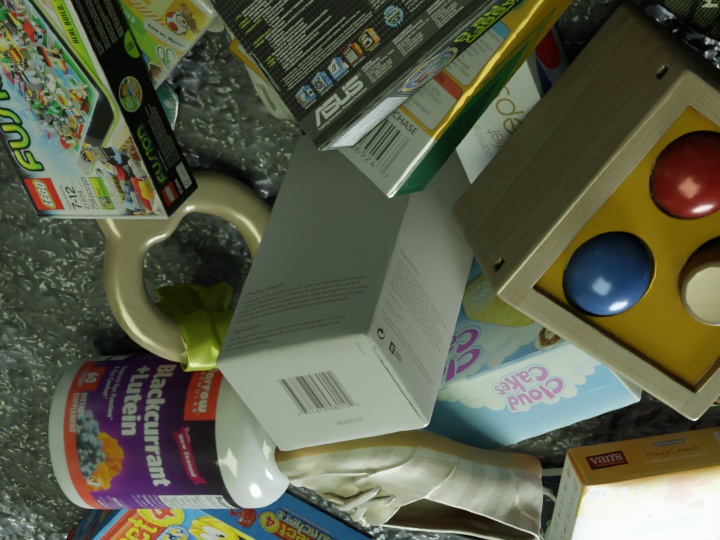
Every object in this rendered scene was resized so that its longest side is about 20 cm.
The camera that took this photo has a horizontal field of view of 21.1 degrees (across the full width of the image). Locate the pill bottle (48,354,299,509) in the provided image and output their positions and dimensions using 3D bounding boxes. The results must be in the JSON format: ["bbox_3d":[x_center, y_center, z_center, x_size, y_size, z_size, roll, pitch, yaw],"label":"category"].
[{"bbox_3d":[-0.111,0.114,1.378,0.199,0.112,0.112,-3,133,20],"label":"pill bottle"}]

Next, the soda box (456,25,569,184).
[{"bbox_3d":[0.091,-0.091,1.135,0.063,0.068,0.200,-7,132,23],"label":"soda box"}]

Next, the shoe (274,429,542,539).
[{"bbox_3d":[0.036,0.135,1.200,0.199,0.054,0.070,12,155,-33],"label":"shoe"}]

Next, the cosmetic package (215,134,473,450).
[{"bbox_3d":[0.000,0.000,1.162,0.107,0.200,0.085,-11,129,30],"label":"cosmetic package"}]

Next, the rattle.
[{"bbox_3d":[-0.133,-0.038,1.292,0.130,0.143,0.200,-35,104,5],"label":"rattle"}]

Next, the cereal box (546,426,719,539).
[{"bbox_3d":[0.201,0.195,1.363,0.143,0.040,0.200,-8,133,-14],"label":"cereal box"}]

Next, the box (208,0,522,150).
[{"bbox_3d":[0.011,-0.184,0.985,0.200,0.044,0.160,-40,80,20],"label":"box"}]

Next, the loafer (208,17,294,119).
[{"bbox_3d":[-0.069,-0.162,1.114,0.070,0.070,0.200,-15,126,26],"label":"loafer"}]

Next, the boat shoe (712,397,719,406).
[{"bbox_3d":[0.211,0.009,1.197,0.068,0.072,0.200,-10,131,28],"label":"boat shoe"}]

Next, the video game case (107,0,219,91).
[{"bbox_3d":[-0.190,-0.176,1.125,0.200,0.023,0.182,45,139,-5],"label":"video game case"}]

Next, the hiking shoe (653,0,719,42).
[{"bbox_3d":[0.227,-0.131,1.018,0.199,0.101,0.076,26,115,-14],"label":"hiking shoe"}]

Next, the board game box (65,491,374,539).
[{"bbox_3d":[-0.120,0.236,1.547,0.195,0.056,0.200,30,136,-14],"label":"board game box"}]

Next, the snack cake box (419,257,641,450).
[{"bbox_3d":[0.087,0.050,1.247,0.200,0.115,0.067,-23,125,35],"label":"snack cake box"}]

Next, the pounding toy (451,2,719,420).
[{"bbox_3d":[0.195,-0.022,1.061,0.200,0.142,0.184,32,108,-26],"label":"pounding toy"}]

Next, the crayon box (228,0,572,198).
[{"bbox_3d":[0.039,-0.155,1.028,0.126,0.052,0.200,43,110,12],"label":"crayon box"}]

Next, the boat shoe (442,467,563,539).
[{"bbox_3d":[0.120,0.176,1.403,0.199,0.062,0.075,15,129,0],"label":"boat shoe"}]

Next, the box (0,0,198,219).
[{"bbox_3d":[-0.179,-0.121,1.121,0.110,0.035,0.200,1,126,36],"label":"box"}]
